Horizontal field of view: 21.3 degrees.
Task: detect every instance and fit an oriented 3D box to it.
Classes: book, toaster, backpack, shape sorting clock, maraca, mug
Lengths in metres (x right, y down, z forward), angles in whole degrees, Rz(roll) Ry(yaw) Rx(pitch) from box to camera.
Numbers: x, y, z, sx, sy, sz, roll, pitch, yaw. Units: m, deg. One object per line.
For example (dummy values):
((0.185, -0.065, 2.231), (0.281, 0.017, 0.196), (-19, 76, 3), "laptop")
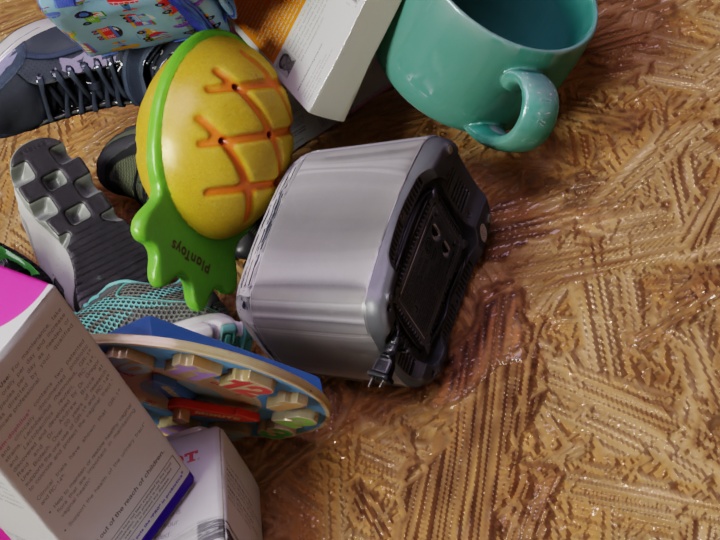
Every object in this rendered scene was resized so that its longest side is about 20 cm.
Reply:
((-0.039, -0.218, 1.425), (0.134, 0.048, 0.200), (-62, 38, 21), "book")
((0.000, 0.000, 1.336), (0.128, 0.114, 0.202), (1, 56, 32), "toaster")
((-0.124, -0.242, 1.363), (0.198, 0.183, 0.136), (-7, 80, 3), "backpack")
((-0.117, 0.081, 1.268), (0.198, 0.200, 0.040), (-4, 65, 24), "shape sorting clock")
((-0.108, -0.074, 1.366), (0.106, 0.137, 0.202), (-3, 66, 38), "maraca")
((0.080, -0.167, 1.399), (0.151, 0.115, 0.186), (30, 42, -5), "mug")

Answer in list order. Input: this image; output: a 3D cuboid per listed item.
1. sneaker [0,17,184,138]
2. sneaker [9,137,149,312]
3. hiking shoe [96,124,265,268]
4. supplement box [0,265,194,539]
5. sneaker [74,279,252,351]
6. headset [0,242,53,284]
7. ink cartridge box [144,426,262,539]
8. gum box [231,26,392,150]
((-0.192, -0.141, 1.461), (0.201, 0.077, 0.146), (-33, 46, -21), "sneaker")
((-0.205, -0.002, 1.477), (0.074, 0.089, 0.201), (-22, 66, -22), "sneaker")
((-0.138, -0.050, 1.469), (0.198, 0.076, 0.101), (14, 57, 34), "hiking shoe")
((-0.203, 0.096, 1.177), (0.101, 0.201, 0.104), (18, 61, 37), "supplement box")
((-0.182, 0.051, 1.375), (0.198, 0.078, 0.092), (-8, 42, -23), "sneaker")
((-0.276, 0.005, 1.380), (0.095, 0.122, 0.200), (-63, 15, 16), "headset")
((-0.137, 0.218, 1.240), (0.144, 0.084, 0.201), (-18, 46, 12), "ink cartridge box")
((-0.054, -0.168, 1.531), (0.199, 0.066, 0.114), (-33, 47, -2), "gum box")
